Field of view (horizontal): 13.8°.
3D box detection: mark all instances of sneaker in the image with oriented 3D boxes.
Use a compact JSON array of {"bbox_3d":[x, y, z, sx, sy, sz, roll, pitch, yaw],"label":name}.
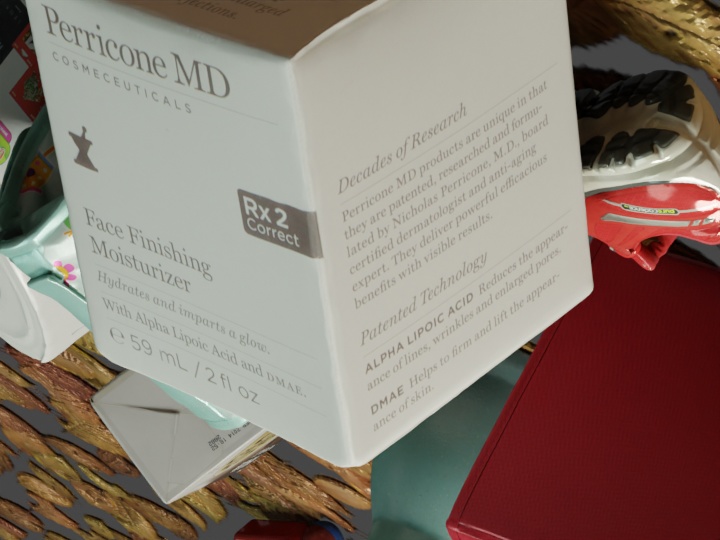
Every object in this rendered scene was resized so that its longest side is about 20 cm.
[{"bbox_3d":[0.105,-0.035,1.362,0.085,0.077,0.200,48,159,-22],"label":"sneaker"}]

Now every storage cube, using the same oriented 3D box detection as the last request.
[{"bbox_3d":[0.174,0.116,1.470,0.180,0.200,0.171,18,157,26],"label":"storage cube"}]

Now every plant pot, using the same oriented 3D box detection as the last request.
[{"bbox_3d":[0.084,0.147,1.813,0.200,0.134,0.200,31,163,11],"label":"plant pot"}]

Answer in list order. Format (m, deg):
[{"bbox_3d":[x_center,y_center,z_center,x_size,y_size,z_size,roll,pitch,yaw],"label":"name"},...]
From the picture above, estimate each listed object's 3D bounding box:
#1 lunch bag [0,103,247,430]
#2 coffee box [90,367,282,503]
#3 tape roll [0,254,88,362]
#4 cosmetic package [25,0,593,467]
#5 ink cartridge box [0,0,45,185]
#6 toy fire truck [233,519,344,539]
[{"bbox_3d":[-0.074,-0.042,1.469,0.170,0.200,0.122,43,160,-33],"label":"lunch bag"},{"bbox_3d":[-0.074,0.067,1.776,0.080,0.113,0.200,53,-172,5],"label":"coffee box"},{"bbox_3d":[-0.234,-0.042,1.888,0.202,0.071,0.202,45,160,21],"label":"tape roll"},{"bbox_3d":[-0.018,-0.058,1.269,0.165,0.165,0.200,21,133,39],"label":"cosmetic package"},{"bbox_3d":[-0.207,-0.156,1.440,0.084,0.176,0.200,21,159,35],"label":"ink cartridge box"},{"bbox_3d":[-0.018,0.278,2.433,0.168,0.112,0.200,58,156,-13],"label":"toy fire truck"}]
